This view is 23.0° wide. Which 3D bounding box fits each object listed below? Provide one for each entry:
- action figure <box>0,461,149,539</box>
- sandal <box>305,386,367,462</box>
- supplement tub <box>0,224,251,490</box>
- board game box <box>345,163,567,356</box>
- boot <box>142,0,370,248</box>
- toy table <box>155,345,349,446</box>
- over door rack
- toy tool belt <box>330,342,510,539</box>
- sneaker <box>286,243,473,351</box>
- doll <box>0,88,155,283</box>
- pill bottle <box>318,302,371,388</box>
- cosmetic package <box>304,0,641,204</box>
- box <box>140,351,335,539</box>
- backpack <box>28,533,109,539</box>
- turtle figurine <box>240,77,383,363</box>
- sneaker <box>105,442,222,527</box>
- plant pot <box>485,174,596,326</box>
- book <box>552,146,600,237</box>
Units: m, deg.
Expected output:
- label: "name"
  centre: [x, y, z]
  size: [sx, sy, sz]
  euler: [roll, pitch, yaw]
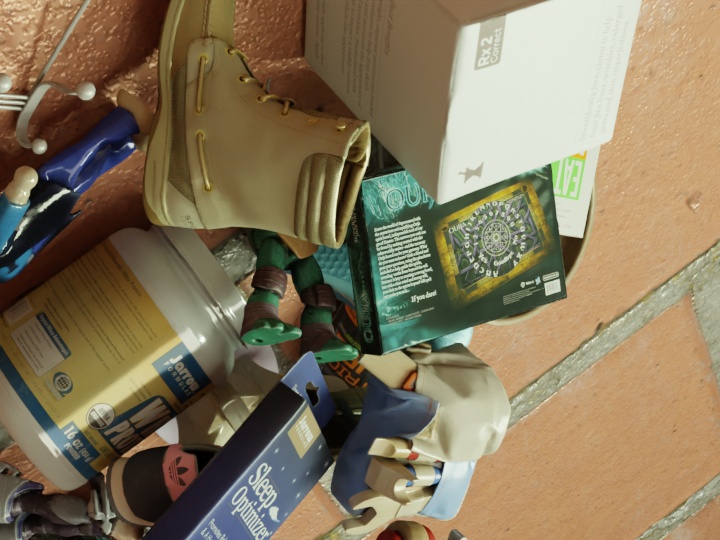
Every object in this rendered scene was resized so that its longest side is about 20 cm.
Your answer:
- label: "action figure"
  centre: [-0.228, 0.203, 1.467]
  size: [0.200, 0.069, 0.130]
  euler: [7, 153, 6]
- label: "sandal"
  centre: [-0.010, 0.144, 1.490]
  size: [0.200, 0.082, 0.055]
  euler: [5, 139, -45]
- label: "supplement tub"
  centre: [-0.189, 0.058, 1.372]
  size: [0.200, 0.145, 0.145]
  euler: [-36, 144, -6]
- label: "board game box"
  centre: [0.075, -0.023, 1.360]
  size: [0.200, 0.028, 0.136]
  euler: [-15, 101, -38]
- label: "boot"
  centre: [-0.065, -0.121, 1.242]
  size: [0.073, 0.155, 0.200]
  euler: [8, 91, -72]
- label: "toy table"
  centre: [-0.110, 0.125, 1.540]
  size: [0.184, 0.117, 0.200]
  euler: [-42, 143, 2]
- label: "over door rack"
  centre: [-0.238, -0.161, 1.164]
  size: [0.148, 0.067, 0.200]
  euler: [1, 128, -44]
- label: "toy tool belt"
  centre: [0.024, 0.148, 1.390]
  size: [0.123, 0.125, 0.200]
  euler: [10, 105, -33]
- label: "sneaker"
  centre: [0.000, 0.000, 1.473]
  size: [0.200, 0.131, 0.080]
  euler: [39, 82, -13]
- label: "doll"
  centre: [-0.228, -0.045, 1.261]
  size: [0.200, 0.048, 0.136]
  euler: [-46, 173, -15]
- label: "pill bottle"
  centre: [0.014, 0.081, 1.614]
  size: [0.106, 0.106, 0.200]
  euler: [2, 126, -43]
- label: "cosmetic package"
  centre: [0.078, -0.188, 1.307]
  size: [0.165, 0.200, 0.165]
  euler: [-21, 141, -24]
- label: "box"
  centre: [-0.081, 0.162, 1.326]
  size: [0.200, 0.032, 0.121]
  euler: [-50, 155, -16]
- label: "backpack"
  centre: [-0.202, 0.304, 1.572]
  size: [0.153, 0.200, 0.176]
  euler: [-34, 143, -10]
- label: "turtle figurine"
  centre: [-0.044, -0.036, 1.344]
  size: [0.150, 0.200, 0.101]
  euler: [11, 160, -26]
- label: "sneaker"
  centre: [-0.110, 0.169, 1.390]
  size: [0.082, 0.070, 0.200]
  euler: [-16, 169, 27]
- label: "plant pot"
  centre: [0.105, -0.059, 1.533]
  size: [0.201, 0.093, 0.201]
  euler: [-12, 109, -38]
- label: "book"
  centre: [0.155, -0.133, 1.473]
  size: [0.133, 0.048, 0.200]
  euler: [6, 95, -47]
